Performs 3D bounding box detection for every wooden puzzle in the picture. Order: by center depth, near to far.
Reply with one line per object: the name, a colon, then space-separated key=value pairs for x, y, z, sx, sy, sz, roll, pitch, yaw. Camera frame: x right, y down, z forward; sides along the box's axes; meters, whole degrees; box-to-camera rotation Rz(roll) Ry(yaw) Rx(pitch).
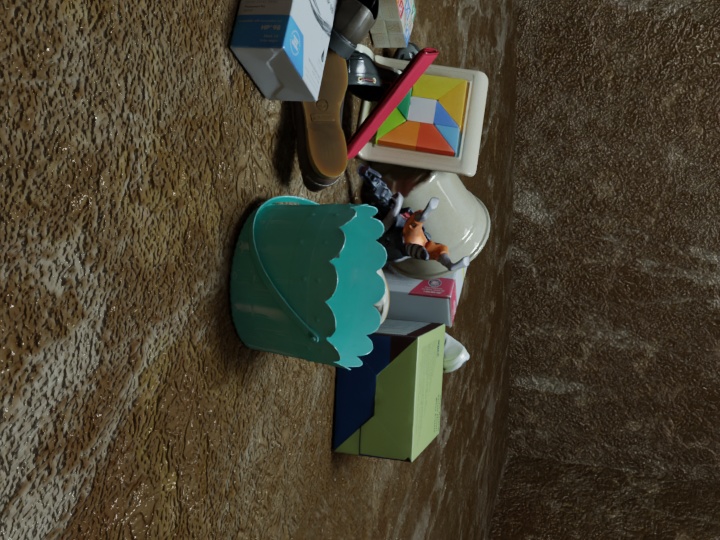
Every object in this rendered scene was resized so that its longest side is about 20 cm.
wooden puzzle: x=0.101 y=-0.254 z=1.340 sx=0.037 sy=0.198 sz=0.187 roll=101 pitch=-1 yaw=-73

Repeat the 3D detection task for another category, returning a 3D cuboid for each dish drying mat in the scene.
dish drying mat: x=0.041 y=-0.248 z=1.238 sx=0.200 sy=0.018 sz=0.077 roll=-50 pitch=175 yaw=24

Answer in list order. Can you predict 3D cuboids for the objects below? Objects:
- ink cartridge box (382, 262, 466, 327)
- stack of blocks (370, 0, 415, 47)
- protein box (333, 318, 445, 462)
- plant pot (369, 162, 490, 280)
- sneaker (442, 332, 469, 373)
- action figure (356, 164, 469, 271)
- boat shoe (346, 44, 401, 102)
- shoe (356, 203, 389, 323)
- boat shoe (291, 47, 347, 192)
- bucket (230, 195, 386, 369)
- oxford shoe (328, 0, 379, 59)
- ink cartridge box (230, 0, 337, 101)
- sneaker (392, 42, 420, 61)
ink cartridge box: x=0.118 y=-0.002 z=1.536 sx=0.084 sy=0.144 sz=0.201 roll=79 pitch=23 yaw=-43
stack of blocks: x=0.041 y=-0.467 z=1.311 sx=0.201 sy=0.058 sz=0.116 roll=70 pitch=30 yaw=-54
protein box: x=0.052 y=0.191 z=1.395 sx=0.200 sy=0.133 sz=0.201 roll=-9 pitch=102 yaw=-72
plant pot: x=0.103 y=-0.119 z=1.432 sx=0.184 sy=0.199 sz=0.202 roll=57 pitch=40 yaw=-45
sneaker: x=0.113 y=0.122 z=1.523 sx=0.075 sy=0.199 sz=0.082 roll=-40 pitch=131 yaw=-23
action figure: x=0.054 y=-0.066 z=1.290 sx=0.200 sy=0.193 sz=0.105 roll=46 pitch=64 yaw=-26
boat shoe: x=0.012 y=-0.283 z=1.246 sx=0.201 sy=0.073 sz=0.064 roll=3 pitch=90 yaw=-67
shoe: x=0.000 y=0.000 z=1.292 sx=0.053 sy=0.069 sz=0.202 roll=-53 pitch=135 yaw=-63
boat shoe: x=-0.057 y=-0.201 z=1.064 sx=0.070 sy=0.070 sz=0.202 roll=146 pitch=-53 yaw=-64
bucket: x=-0.058 y=0.012 z=0.990 sx=0.207 sy=0.133 sz=0.210 roll=5 pitch=90 yaw=-74
oxford shoe: x=-0.007 y=-0.341 z=1.080 sx=0.072 sy=0.084 sz=0.201 roll=36 pitch=23 yaw=-24
ink cartridge box: x=-0.078 y=-0.311 z=0.953 sx=0.116 sy=0.066 sz=0.202 roll=49 pitch=49 yaw=-66
sneaker: x=0.088 y=-0.350 z=1.506 sx=0.200 sy=0.075 sz=0.080 roll=73 pitch=13 yaw=-64
